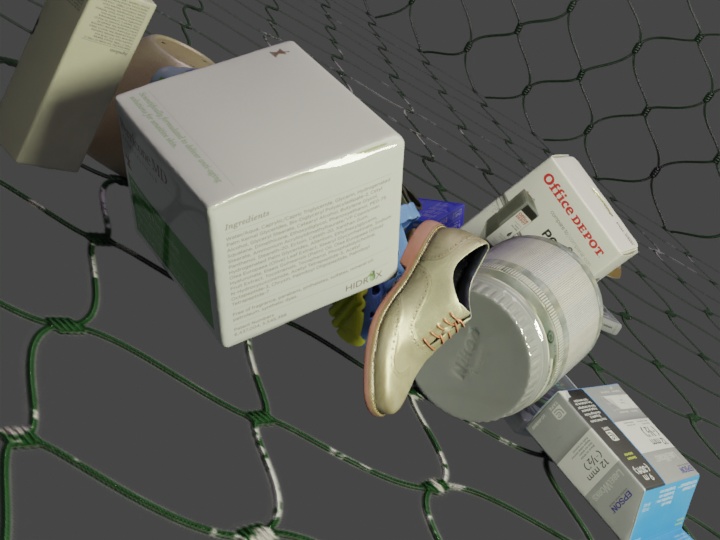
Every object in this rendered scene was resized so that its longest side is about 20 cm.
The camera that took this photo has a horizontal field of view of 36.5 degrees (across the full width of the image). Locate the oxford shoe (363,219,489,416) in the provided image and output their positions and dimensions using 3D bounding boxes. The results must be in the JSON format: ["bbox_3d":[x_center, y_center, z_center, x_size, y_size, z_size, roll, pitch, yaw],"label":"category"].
[{"bbox_3d":[0.061,0.047,1.030,0.074,0.200,0.071,13,-14,30],"label":"oxford shoe"}]

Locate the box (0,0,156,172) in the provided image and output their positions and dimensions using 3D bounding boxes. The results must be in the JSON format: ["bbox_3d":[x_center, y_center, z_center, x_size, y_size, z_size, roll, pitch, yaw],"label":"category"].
[{"bbox_3d":[-0.290,-0.202,1.093,0.068,0.200,0.082,43,21,32],"label":"box"}]

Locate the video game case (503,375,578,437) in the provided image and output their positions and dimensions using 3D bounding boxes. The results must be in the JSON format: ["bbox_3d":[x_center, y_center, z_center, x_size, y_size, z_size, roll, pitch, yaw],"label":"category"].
[{"bbox_3d":[0.200,0.136,1.291,0.182,0.023,0.200,18,22,-36],"label":"video game case"}]

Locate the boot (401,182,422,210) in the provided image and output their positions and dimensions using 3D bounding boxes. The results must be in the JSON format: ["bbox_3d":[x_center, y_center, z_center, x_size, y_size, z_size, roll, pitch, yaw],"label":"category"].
[{"bbox_3d":[-0.022,-0.094,1.357,0.200,0.131,0.068,38,19,19],"label":"boot"}]

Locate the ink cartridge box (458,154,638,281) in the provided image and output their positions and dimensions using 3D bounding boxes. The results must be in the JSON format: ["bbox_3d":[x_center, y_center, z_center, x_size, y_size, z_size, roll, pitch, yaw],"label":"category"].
[{"bbox_3d":[0.203,-0.023,1.299,0.147,0.200,0.083,56,25,12],"label":"ink cartridge box"}]

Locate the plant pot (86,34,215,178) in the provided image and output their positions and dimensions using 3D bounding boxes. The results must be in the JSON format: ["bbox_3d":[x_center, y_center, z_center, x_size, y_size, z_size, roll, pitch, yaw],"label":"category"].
[{"bbox_3d":[-0.231,-0.194,1.274,0.200,0.135,0.200,29,18,-11],"label":"plant pot"}]

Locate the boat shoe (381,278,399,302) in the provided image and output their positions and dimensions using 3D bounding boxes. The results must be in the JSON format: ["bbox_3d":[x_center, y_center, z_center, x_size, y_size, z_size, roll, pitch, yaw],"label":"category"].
[{"bbox_3d":[0.000,0.000,1.237,0.072,0.071,0.200,-17,63,-14],"label":"boat shoe"}]

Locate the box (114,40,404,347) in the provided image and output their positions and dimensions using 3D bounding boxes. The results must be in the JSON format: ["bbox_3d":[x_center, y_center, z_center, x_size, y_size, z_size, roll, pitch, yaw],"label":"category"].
[{"bbox_3d":[-0.093,-0.077,1.020,0.200,0.172,0.199,-22,47,-25],"label":"box"}]

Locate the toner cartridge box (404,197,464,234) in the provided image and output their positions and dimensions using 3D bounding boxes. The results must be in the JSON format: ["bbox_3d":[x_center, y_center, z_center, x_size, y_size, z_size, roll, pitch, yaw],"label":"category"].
[{"bbox_3d":[0.081,-0.068,1.539,0.095,0.043,0.200,7,12,17],"label":"toner cartridge box"}]

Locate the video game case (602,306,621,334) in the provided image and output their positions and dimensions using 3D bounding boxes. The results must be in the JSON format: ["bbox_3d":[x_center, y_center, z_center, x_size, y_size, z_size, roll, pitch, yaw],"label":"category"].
[{"bbox_3d":[0.302,0.017,1.739,0.182,0.023,0.200,21,21,-30],"label":"video game case"}]

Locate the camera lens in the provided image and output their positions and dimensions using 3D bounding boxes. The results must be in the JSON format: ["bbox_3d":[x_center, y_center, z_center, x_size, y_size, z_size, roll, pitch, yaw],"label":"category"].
[{"bbox_3d":[0.157,0.058,1.163,0.160,0.160,0.200,38,32,17],"label":"camera lens"}]

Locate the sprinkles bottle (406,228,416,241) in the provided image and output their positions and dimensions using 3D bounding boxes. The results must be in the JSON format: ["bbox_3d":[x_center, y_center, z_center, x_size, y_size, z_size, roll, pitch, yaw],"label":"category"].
[{"bbox_3d":[0.137,0.021,1.416,0.200,0.068,0.068,29,18,-7],"label":"sprinkles bottle"}]

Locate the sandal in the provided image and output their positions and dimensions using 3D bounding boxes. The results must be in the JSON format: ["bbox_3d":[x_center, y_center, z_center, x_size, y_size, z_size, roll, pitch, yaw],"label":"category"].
[{"bbox_3d":[0.019,-0.013,1.165,0.087,0.201,0.079,17,-22,-24],"label":"sandal"}]

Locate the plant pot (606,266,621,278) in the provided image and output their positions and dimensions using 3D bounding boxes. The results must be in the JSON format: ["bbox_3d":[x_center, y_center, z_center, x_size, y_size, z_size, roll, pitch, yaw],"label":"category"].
[{"bbox_3d":[0.437,-0.053,2.158,0.200,0.028,0.200,28,19,-11],"label":"plant pot"}]

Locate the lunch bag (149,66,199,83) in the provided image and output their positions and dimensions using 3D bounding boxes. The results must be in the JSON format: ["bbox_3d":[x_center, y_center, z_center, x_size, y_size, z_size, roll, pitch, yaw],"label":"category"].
[{"bbox_3d":[-0.147,-0.131,1.205,0.082,0.161,0.200,15,4,42],"label":"lunch bag"}]

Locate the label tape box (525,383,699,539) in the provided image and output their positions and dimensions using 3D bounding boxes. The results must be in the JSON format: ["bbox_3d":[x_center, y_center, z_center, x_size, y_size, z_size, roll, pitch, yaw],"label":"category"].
[{"bbox_3d":[0.285,0.212,1.137,0.143,0.066,0.200,3,38,-52],"label":"label tape box"}]
